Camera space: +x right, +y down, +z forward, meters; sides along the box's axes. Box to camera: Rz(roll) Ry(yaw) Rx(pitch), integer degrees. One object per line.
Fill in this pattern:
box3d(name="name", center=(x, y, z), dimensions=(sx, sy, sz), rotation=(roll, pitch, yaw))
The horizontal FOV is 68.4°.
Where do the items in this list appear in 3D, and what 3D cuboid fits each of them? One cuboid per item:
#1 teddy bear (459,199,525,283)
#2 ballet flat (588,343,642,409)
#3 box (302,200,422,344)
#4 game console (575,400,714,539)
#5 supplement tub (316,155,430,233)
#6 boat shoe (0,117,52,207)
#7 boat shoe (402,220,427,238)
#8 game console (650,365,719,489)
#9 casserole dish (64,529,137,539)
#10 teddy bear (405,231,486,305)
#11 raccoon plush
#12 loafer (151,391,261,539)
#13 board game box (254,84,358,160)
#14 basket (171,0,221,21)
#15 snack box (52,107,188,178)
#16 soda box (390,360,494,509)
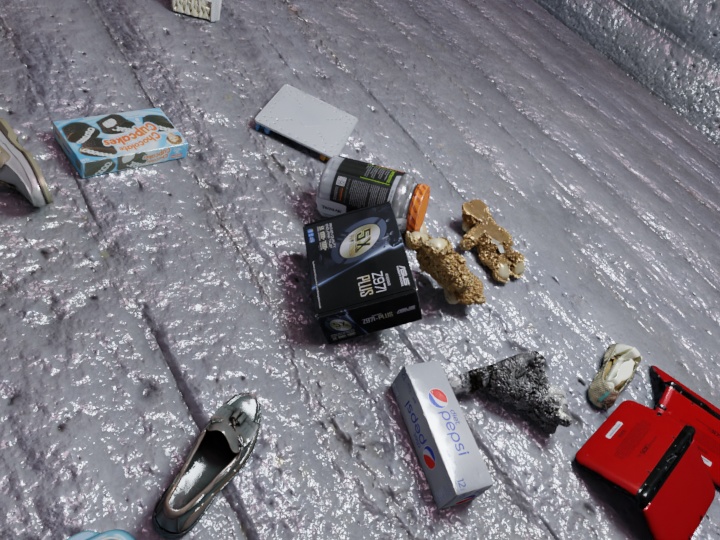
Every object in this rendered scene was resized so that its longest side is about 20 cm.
box3d(name="teddy bear", center=(0.279, -0.058, 1.152), dimensions=(0.200, 0.067, 0.145), rotation=(47, 56, 10))
box3d(name="ballet flat", center=(0.498, 0.187, 1.015), dimensions=(0.068, 0.076, 0.199), rotation=(41, 45, 15))
box3d(name="box", center=(0.000, 0.000, 0.886), dimensions=(0.162, 0.086, 0.201), rotation=(-14, 52, 3))
box3d(name="game console", center=(0.477, 0.342, 0.885), dimensions=(0.199, 0.120, 0.172), rotation=(-26, 33, -35))
box3d(name="supplement tub", center=(0.026, -0.139, 1.016), dimensions=(0.198, 0.123, 0.123), rotation=(17, 42, 14))
box3d(name="boat shoe", center=(-0.552, -0.161, 0.829), dimensions=(0.068, 0.075, 0.200), rotation=(-30, 60, -35))
box3d(name="boat shoe", center=(0.106, -0.138, 1.122), dimensions=(0.068, 0.074, 0.201), rotation=(-6, 52, -22))
box3d(name="game console", center=(0.640, 0.302, 1.022), dimensions=(0.199, 0.119, 0.173), rotation=(34, 75, 8))
box3d(name="casserole dish", center=(-0.254, 0.351, 0.523), dimensions=(0.120, 0.039, 0.201), rotation=(-18, 59, -37))
box3d(name="teddy bear", center=(0.152, 0.002, 0.967), dimensions=(0.144, 0.200, 0.067), rotation=(26, 76, 35))
box3d(name="raccoon plush", center=(0.251, 0.221, 0.884), dimensions=(0.198, 0.097, 0.135), rotation=(-18, 69, -3))
box3d(name="loafer", center=(-0.177, 0.227, 0.655), dimensions=(0.071, 0.063, 0.201), rotation=(29, 44, 1))
box3d(name="board game box", center=(-0.121, -0.342, 1.233), dimensions=(0.198, 0.026, 0.201), rotation=(24, 44, -3))
box3d(name="basket", center=(-0.433, -0.774, 1.399), dimensions=(0.122, 0.136, 0.201), rotation=(1, 49, -23))
box3d(name="snack box", center=(-0.436, -0.240, 0.976), dimensions=(0.199, 0.037, 0.116), rotation=(-25, 65, -40))
box3d(name="soda box", center=(0.116, 0.238, 0.789), dimensions=(0.068, 0.064, 0.201), rotation=(-3, 51, -26))
